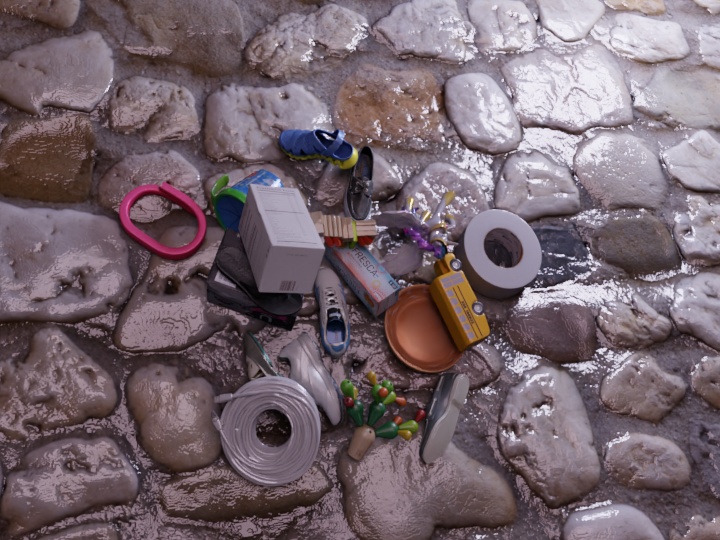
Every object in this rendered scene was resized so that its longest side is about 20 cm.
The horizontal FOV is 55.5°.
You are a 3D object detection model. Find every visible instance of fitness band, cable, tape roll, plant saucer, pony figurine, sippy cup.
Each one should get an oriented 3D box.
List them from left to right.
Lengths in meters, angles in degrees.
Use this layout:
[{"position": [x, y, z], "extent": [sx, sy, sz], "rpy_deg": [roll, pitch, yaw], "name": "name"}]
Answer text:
[{"position": [-0.428, -0.110, 1.490], "extent": [0.197, 0.038, 0.145], "rpy_deg": [32, 63, 3], "name": "fitness band"}, {"position": [-0.233, -0.149, 1.509], "extent": [0.179, 0.138, 0.131], "rpy_deg": [52, 52, -14], "name": "sippy cup"}, {"position": [-0.171, 0.307, 1.316], "extent": [0.195, 0.069, 0.205], "rpy_deg": [-19, 88, 0], "name": "cable"}, {"position": [0.131, -0.093, 1.552], "extent": [0.188, 0.170, 0.202], "rpy_deg": [-6, 36, 15], "name": "pony figurine"}, {"position": [0.143, 0.131, 1.520], "extent": [0.194, 0.038, 0.205], "rpy_deg": [6, 64, -12], "name": "plant saucer"}, {"position": [0.327, -0.039, 1.625], "extent": [0.194, 0.066, 0.206], "rpy_deg": [5, 66, -11], "name": "tape roll"}]

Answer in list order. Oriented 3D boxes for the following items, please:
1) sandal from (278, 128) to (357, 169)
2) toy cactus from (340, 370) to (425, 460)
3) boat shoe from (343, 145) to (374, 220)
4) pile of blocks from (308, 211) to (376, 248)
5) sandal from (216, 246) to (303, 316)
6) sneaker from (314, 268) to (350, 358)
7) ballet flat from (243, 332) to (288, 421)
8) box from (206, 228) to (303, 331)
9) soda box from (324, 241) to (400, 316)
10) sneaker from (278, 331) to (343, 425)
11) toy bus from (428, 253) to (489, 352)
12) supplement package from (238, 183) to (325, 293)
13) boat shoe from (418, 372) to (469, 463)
[{"position": [-0.102, -0.305, 1.614], "extent": [0.194, 0.088, 0.081], "rpy_deg": [10, 64, 12], "name": "sandal"}, {"position": [0.031, 0.305, 1.381], "extent": [0.198, 0.102, 0.168], "rpy_deg": [33, 82, -28], "name": "toy cactus"}, {"position": [0.000, -0.204, 1.624], "extent": [0.067, 0.057, 0.205], "rpy_deg": [8, 64, -10], "name": "boat shoe"}, {"position": [-0.048, -0.073, 1.456], "extent": [0.196, 0.082, 0.064], "rpy_deg": [6, 68, -35], "name": "pile of blocks"}, {"position": [-0.201, 0.022, 1.351], "extent": [0.198, 0.048, 0.076], "rpy_deg": [33, 64, 3], "name": "sandal"}, {"position": [-0.058, 0.084, 1.473], "extent": [0.070, 0.073, 0.205], "rpy_deg": [-5, 66, -13], "name": "sneaker"}, {"position": [-0.191, 0.217, 1.386], "extent": [0.063, 0.068, 0.201], "rpy_deg": [-37, 79, -18], "name": "ballet flat"}, {"position": [-0.212, 0.023, 1.439], "extent": [0.195, 0.115, 0.135], "rpy_deg": [19, 64, -3], "name": "box"}, {"position": [0.000, 0.000, 1.510], "extent": [0.068, 0.064, 0.201], "rpy_deg": [-30, 65, -23], "name": "soda box"}, {"position": [-0.097, 0.231, 1.410], "extent": [0.086, 0.075, 0.203], "rpy_deg": [-29, 72, -5], "name": "sneaker"}, {"position": [0.212, 0.069, 1.509], "extent": [0.077, 0.065, 0.204], "rpy_deg": [-19, 72, -19], "name": "toy bus"}, {"position": [-0.159, -0.064, 1.341], "extent": [0.111, 0.111, 0.202], "rpy_deg": [3, 38, -27], "name": "supplement package"}, {"position": [0.166, 0.307, 1.446], "extent": [0.061, 0.073, 0.203], "rpy_deg": [9, 63, 40], "name": "boat shoe"}]
